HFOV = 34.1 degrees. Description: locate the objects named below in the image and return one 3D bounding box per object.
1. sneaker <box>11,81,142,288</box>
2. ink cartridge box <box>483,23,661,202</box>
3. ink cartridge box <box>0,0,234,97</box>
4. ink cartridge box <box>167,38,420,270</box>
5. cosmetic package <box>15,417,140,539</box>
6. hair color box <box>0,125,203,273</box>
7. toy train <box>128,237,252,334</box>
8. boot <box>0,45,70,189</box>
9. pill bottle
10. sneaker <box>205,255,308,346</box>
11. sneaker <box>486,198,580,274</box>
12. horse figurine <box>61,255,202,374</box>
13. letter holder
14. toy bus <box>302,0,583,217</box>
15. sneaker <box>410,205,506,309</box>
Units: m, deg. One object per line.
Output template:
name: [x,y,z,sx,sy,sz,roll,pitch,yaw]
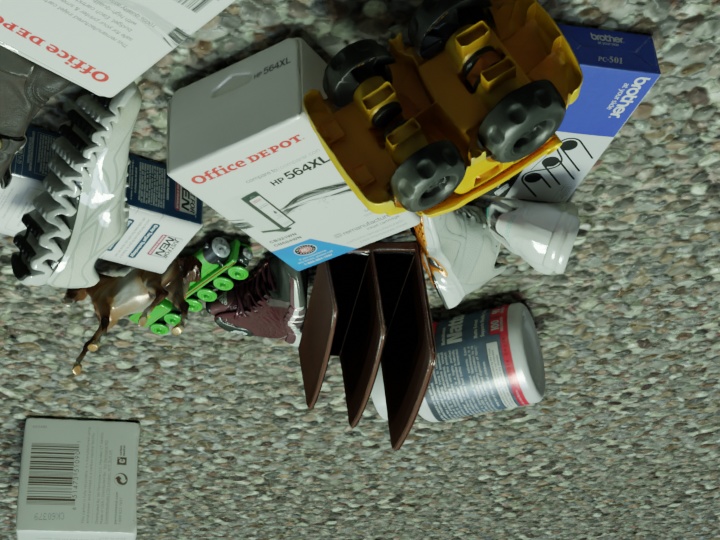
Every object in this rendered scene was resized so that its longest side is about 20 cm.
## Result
sneaker: [-0.233,-0.074,1.024,0.080,0.075,0.202,17,108,-37]
ink cartridge box: [0.179,-0.135,1.050,0.092,0.045,0.201,4,149,-15]
ink cartridge box: [-0.173,-0.225,0.817,0.198,0.086,0.145,-26,143,36]
ink cartridge box: [-0.057,-0.096,1.040,0.144,0.086,0.199,-20,147,26]
cosmetic package: [-0.406,0.328,1.687,0.162,0.168,0.201,4,151,-13]
hair color box: [-0.258,-0.067,1.112,0.197,0.061,0.100,16,144,-29]
toy train: [-0.190,0.015,1.288,0.056,0.042,0.199,29,138,-28]
boot: [-0.321,-0.144,0.916,0.174,0.070,0.199,-41,138,22]
pill bottle: [0.113,0.117,1.409,0.197,0.122,0.120,-14,149,18]
sneaker: [-0.115,0.030,1.285,0.113,0.077,0.201,2,151,-3]
sneaker: [0.164,-0.043,1.152,0.087,0.077,0.200,19,-178,5]
horse figurine: [-0.234,0.029,1.226,0.197,0.134,0.050,-23,125,20]
letter holder: [0.003,0.087,1.187,0.099,0.144,0.201,-1,146,-12]
toy bus: [0.067,-0.111,0.954,0.198,0.137,0.192,-31,160,-7]
sneaker: [0.097,-0.047,1.189,0.091,0.076,0.201,-27,145,-1]
